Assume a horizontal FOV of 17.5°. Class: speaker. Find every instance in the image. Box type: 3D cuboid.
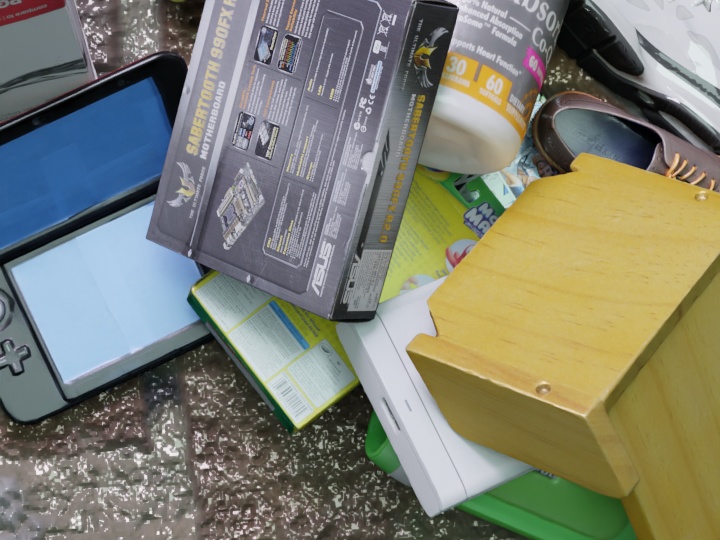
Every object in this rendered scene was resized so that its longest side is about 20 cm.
[{"bbox_3d":[0.107,0.125,1.507,0.200,0.088,0.088,23,82,-12],"label":"speaker"}]

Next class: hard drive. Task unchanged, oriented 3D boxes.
[{"bbox_3d":[0.097,0.057,1.465,0.200,0.027,0.132,-21,80,-31],"label":"hard drive"}]

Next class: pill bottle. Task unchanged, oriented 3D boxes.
[{"bbox_3d":[0.071,-0.171,1.477,0.116,0.116,0.200,19,74,-2],"label":"pill bottle"}]

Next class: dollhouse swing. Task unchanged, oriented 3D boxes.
[{"bbox_3d":[0.161,0.069,1.456,0.182,0.176,0.200,20,52,31],"label":"dollhouse swing"}]

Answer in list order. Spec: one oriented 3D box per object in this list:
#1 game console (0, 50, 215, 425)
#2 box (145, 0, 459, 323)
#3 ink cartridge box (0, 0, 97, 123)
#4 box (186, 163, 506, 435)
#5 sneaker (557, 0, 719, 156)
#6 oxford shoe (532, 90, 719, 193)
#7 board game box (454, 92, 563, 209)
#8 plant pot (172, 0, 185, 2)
[{"bbox_3d":[-0.171,-0.017,1.497,0.200,0.119,0.172,-25,86,-6],"label":"game console"},{"bbox_3d":[-0.038,-0.087,1.418,0.158,0.048,0.200,22,103,36],"label":"box"},{"bbox_3d":[-0.227,-0.184,1.454,0.083,0.200,0.147,-17,64,-4],"label":"ink cartridge box"},{"bbox_3d":[0.000,0.000,1.511,0.200,0.048,0.117,-37,87,-11],"label":"box"},{"bbox_3d":[0.209,-0.172,1.577,0.200,0.076,0.115,43,73,-7],"label":"sneaker"},{"bbox_3d":[0.203,-0.053,1.521,0.200,0.073,0.071,25,93,0],"label":"oxford shoe"},{"bbox_3d":[0.075,-0.009,1.561,0.200,0.029,0.135,-34,86,-7],"label":"board game box"},{"bbox_3d":[-0.053,-0.294,1.515,0.193,0.200,0.200,-17,85,-18],"label":"plant pot"}]
